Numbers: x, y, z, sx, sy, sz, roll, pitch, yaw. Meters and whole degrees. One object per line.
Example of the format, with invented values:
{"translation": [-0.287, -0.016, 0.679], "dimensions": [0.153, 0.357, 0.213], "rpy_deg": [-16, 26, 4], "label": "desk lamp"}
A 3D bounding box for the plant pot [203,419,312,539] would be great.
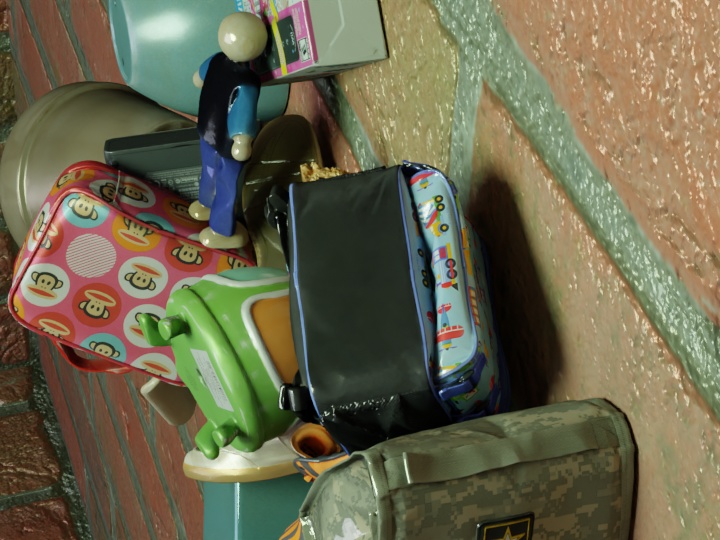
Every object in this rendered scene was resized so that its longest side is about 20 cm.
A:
{"translation": [-0.063, 0.150, 1.542], "dimensions": [0.141, 0.140, 0.201], "rpy_deg": [177, 91, -73], "label": "plant pot"}

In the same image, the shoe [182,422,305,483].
{"translation": [-0.050, 0.140, 1.416], "dimensions": [0.070, 0.199, 0.054], "rpy_deg": [4, -100, -76], "label": "shoe"}

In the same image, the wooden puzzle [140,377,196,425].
{"translation": [-0.162, 0.054, 1.789], "dimensions": [0.185, 0.046, 0.201], "rpy_deg": [77, -151, -73], "label": "wooden puzzle"}

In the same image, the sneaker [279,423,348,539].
{"translation": [-0.022, 0.164, 1.337], "dimensions": [0.200, 0.112, 0.078], "rpy_deg": [-36, 25, 38], "label": "sneaker"}

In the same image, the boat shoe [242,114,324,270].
{"translation": [-0.053, -0.032, 1.485], "dimensions": [0.063, 0.073, 0.202], "rpy_deg": [27, -127, -66], "label": "boat shoe"}

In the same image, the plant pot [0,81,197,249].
{"translation": [-0.218, -0.083, 1.651], "dimensions": [0.173, 0.199, 0.201], "rpy_deg": [5, 106, 53], "label": "plant pot"}

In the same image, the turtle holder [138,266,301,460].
{"translation": [-0.083, 0.069, 1.350], "dimensions": [0.141, 0.131, 0.186], "rpy_deg": [56, 162, 20], "label": "turtle holder"}

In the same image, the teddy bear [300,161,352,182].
{"translation": [0.000, 0.000, 1.375], "dimensions": [0.145, 0.066, 0.201], "rpy_deg": [-114, 12, -64], "label": "teddy bear"}

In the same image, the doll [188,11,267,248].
{"translation": [-0.110, -0.122, 1.414], "dimensions": [0.137, 0.048, 0.201], "rpy_deg": [-117, 29, -46], "label": "doll"}

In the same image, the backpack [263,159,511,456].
{"translation": [0.027, 0.045, 1.155], "dimensions": [0.200, 0.134, 0.183], "rpy_deg": [60, -159, -60], "label": "backpack"}

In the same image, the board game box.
{"translation": [-0.049, -0.227, 1.371], "dimensions": [0.200, 0.064, 0.148], "rpy_deg": [-177, 77, -74], "label": "board game box"}

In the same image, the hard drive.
{"translation": [-0.144, -0.030, 1.552], "dimensions": [0.033, 0.139, 0.201], "rpy_deg": [-99, 2, -62], "label": "hard drive"}

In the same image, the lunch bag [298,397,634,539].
{"translation": [0.065, 0.151, 1.054], "dimensions": [0.200, 0.163, 0.118], "rpy_deg": [114, 145, -62], "label": "lunch bag"}

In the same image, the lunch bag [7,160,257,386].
{"translation": [-0.200, 0.016, 1.507], "dimensions": [0.177, 0.199, 0.082], "rpy_deg": [-58, 18, 23], "label": "lunch bag"}

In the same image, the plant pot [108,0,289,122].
{"translation": [-0.158, -0.228, 1.609], "dimensions": [0.200, 0.134, 0.201], "rpy_deg": [169, 90, -73], "label": "plant pot"}
